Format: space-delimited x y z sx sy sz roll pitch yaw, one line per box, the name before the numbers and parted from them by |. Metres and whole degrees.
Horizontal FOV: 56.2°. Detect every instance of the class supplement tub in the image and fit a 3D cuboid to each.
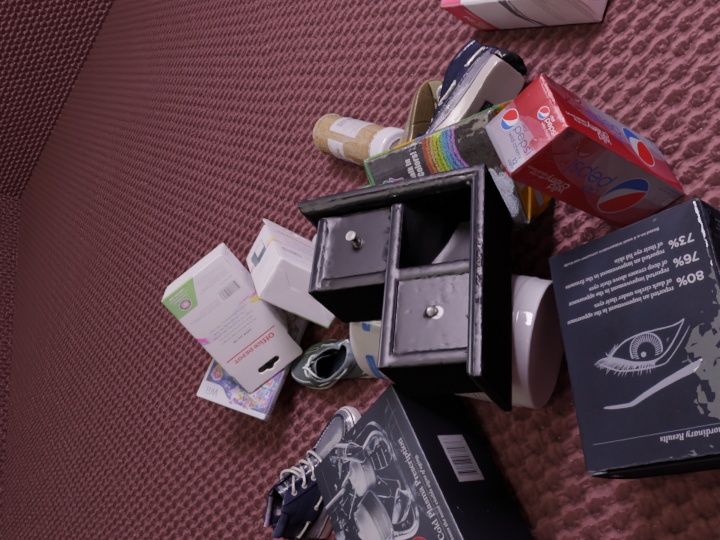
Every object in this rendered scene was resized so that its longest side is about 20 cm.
supplement tub | 0.101 0.064 0.711 0.199 0.132 0.133 7 84 31

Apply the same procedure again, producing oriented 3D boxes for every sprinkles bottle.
sprinkles bottle | 0.002 -0.192 1.018 0.200 0.068 0.069 30 102 52

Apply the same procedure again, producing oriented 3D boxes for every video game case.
video game case | -0.167 0.126 1.083 0.142 0.018 0.201 11 70 30

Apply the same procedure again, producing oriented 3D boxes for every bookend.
bookend | 0.034 0.024 0.629 0.198 0.092 0.200 -8 60 27

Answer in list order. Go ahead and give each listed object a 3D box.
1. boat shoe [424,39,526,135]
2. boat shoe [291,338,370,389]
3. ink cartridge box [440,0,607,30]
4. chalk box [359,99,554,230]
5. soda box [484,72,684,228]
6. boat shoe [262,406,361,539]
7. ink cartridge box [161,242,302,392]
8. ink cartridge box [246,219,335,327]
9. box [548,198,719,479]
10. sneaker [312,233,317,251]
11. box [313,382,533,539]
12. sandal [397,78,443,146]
boat shoe | 0.123 -0.197 0.862 0.200 0.074 0.093 -51 35 19
boat shoe | -0.051 0.132 0.983 0.199 0.061 0.074 -17 67 49
ink cartridge box | 0.207 -0.375 0.804 0.200 0.084 0.147 23 96 54
chalk box | 0.093 -0.094 0.756 0.199 0.124 0.126 -16 99 32
soda box | 0.209 -0.100 0.614 0.070 0.199 0.064 -41 50 37
boat shoe | -0.066 0.281 0.927 0.074 0.092 0.202 22 96 52
ink cartridge box | -0.190 0.075 1.030 0.117 0.200 0.067 -37 19 3
ink cartridge box | -0.101 -0.001 1.008 0.068 0.117 0.200 -60 23 11
box | 0.262 0.065 0.571 0.148 0.104 0.202 -26 59 45
sneaker | 0.000 0.000 0.874 0.199 0.071 0.080 26 57 36
box | 0.059 0.261 0.752 0.183 0.103 0.201 -54 45 31
sandal | 0.075 -0.158 0.914 0.054 0.080 0.202 9 82 70
